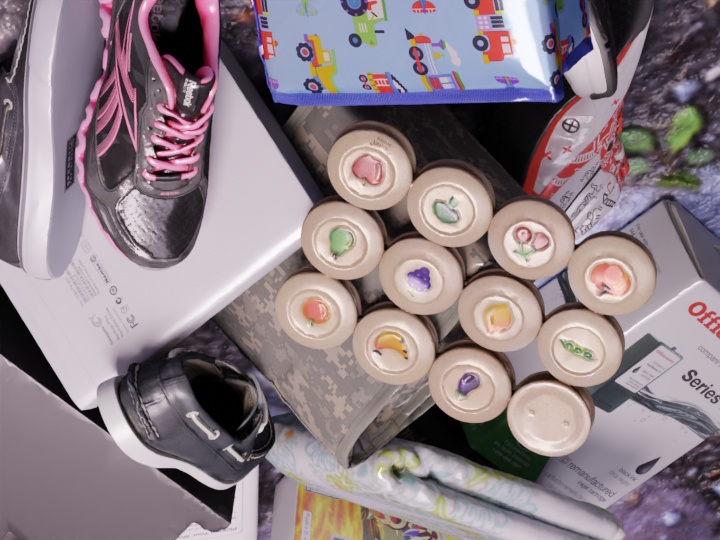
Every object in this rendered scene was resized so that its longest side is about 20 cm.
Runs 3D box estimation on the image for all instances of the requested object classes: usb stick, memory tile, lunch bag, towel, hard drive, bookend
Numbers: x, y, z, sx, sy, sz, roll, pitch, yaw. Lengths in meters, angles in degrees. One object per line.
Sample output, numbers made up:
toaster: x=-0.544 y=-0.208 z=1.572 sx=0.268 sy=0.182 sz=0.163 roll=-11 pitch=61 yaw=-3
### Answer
usb stick: x=0.035 y=0.114 z=1.931 sx=0.055 sy=0.033 sz=0.200 roll=-29 pitch=136 yaw=17
memory tile: x=0.057 y=0.013 z=1.592 sx=0.200 sy=0.017 sz=0.153 roll=24 pitch=120 yaw=3
lunch bag: x=0.014 y=-0.170 z=1.542 sx=0.200 sy=0.094 sz=0.151 roll=-3 pitch=112 yaw=19
towel: x=0.053 y=0.143 z=1.837 sx=0.200 sy=0.171 sz=0.048 roll=21 pitch=81 yaw=-28
hard drive: x=-0.125 y=-0.027 z=1.663 sx=0.200 sy=0.132 sz=0.027 roll=-38 pitch=167 yaw=21
bookend: x=-0.215 y=0.140 z=1.770 sx=0.200 sy=0.092 sz=0.199 roll=37 pitch=114 yaw=-16
lunch bag: x=0.000 y=0.000 z=1.696 sx=0.200 sy=0.164 sz=0.118 roll=-50 pitch=165 yaw=29

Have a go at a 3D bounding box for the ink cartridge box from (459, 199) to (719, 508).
ink cartridge box: x=0.178 y=0.064 z=1.896 sx=0.200 sy=0.083 sz=0.147 roll=-38 pitch=134 yaw=18

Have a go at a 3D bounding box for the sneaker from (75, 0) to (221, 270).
sneaker: x=-0.110 y=-0.094 z=1.573 sx=0.079 sy=0.095 sz=0.200 roll=-4 pitch=104 yaw=-23

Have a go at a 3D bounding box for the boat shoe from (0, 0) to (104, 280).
boat shoe: x=-0.193 y=-0.091 z=1.620 sx=0.066 sy=0.070 sz=0.200 roll=16 pitch=122 yaw=16

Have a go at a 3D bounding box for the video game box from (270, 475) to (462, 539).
video game box: x=0.024 y=0.247 z=1.916 sx=0.182 sy=0.200 sz=0.047 roll=19 pitch=143 yaw=-22

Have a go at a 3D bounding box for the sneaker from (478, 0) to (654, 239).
sneaker: x=0.137 y=-0.101 z=1.738 sx=0.108 sy=0.067 sz=0.202 roll=4 pitch=119 yaw=-56

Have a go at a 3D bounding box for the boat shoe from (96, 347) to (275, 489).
boat shoe: x=-0.088 y=0.088 z=1.699 sx=0.060 sy=0.076 sz=0.200 roll=-27 pitch=169 yaw=17

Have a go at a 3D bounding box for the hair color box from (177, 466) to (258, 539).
hair color box: x=-0.123 y=0.169 z=1.908 sx=0.100 sy=0.061 sz=0.200 roll=-8 pitch=135 yaw=-12

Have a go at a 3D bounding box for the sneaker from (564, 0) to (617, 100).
sneaker: x=0.072 y=-0.175 z=1.622 sx=0.115 sy=0.076 sz=0.201 roll=-19 pitch=118 yaw=14
